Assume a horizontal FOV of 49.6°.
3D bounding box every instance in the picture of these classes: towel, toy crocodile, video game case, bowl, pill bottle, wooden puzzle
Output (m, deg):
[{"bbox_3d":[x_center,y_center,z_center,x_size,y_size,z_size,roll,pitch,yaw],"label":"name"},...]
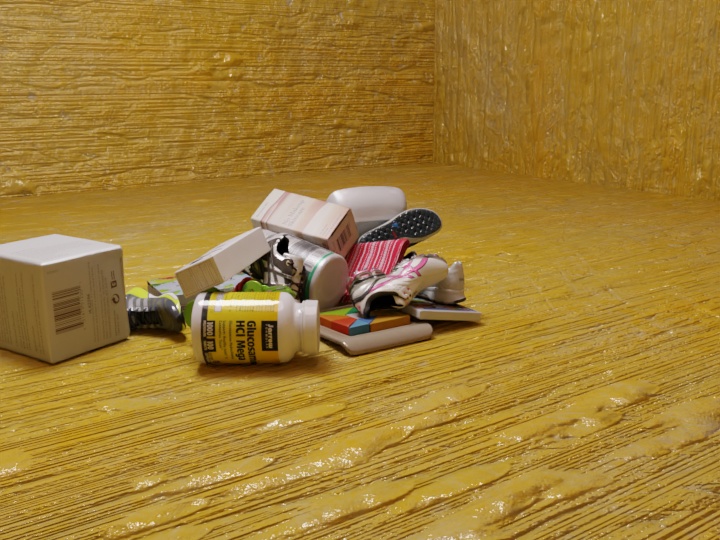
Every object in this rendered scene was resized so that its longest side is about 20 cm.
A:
[{"bbox_3d":[0.000,0.000,1.549,0.197,0.023,0.146,-4,51,44],"label":"towel"},{"bbox_3d":[-0.207,0.057,1.328,0.195,0.063,0.068,-8,-12,7],"label":"toy crocodile"},{"bbox_3d":[0.118,0.065,1.493,0.140,0.018,0.199,4,8,-29],"label":"video game case"},{"bbox_3d":[0.009,-0.083,1.713,0.196,0.203,0.075,-6,42,-25],"label":"bowl"},{"bbox_3d":[-0.129,-0.006,1.522,0.197,0.116,0.112,23,24,33],"label":"pill bottle"},{"bbox_3d":[0.005,0.093,1.400,0.182,0.038,0.199,-8,16,-30],"label":"wooden puzzle"},{"bbox_3d":[-0.164,0.091,1.248,0.195,0.115,0.113,-1,13,1],"label":"pill bottle"}]

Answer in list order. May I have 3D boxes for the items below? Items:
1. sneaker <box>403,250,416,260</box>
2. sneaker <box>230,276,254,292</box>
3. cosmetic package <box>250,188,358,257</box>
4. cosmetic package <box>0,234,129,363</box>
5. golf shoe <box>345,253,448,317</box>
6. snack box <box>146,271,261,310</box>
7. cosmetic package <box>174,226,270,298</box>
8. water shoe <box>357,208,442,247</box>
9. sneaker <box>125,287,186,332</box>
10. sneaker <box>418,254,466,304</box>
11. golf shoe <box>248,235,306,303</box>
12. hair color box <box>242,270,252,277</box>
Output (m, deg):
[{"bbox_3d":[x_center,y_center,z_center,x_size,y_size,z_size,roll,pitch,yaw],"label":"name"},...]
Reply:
[{"bbox_3d":[0.062,0.007,1.649,0.073,0.084,0.199,7,16,29],"label":"sneaker"},{"bbox_3d":[-0.198,0.053,1.455,0.076,0.093,0.200,0,12,7],"label":"sneaker"},{"bbox_3d":[-0.115,-0.089,1.611,0.197,0.088,0.104,14,54,28],"label":"cosmetic package"},{"bbox_3d":[-0.531,0.041,1.346,0.197,0.171,0.165,9,17,33],"label":"cosmetic package"},{"bbox_3d":[0.076,0.033,1.411,0.196,0.073,0.093,-16,51,-14],"label":"golf shoe"},{"bbox_3d":[-0.314,0.045,1.569,0.196,0.054,0.141,-8,17,-30],"label":"snack box"},{"bbox_3d":[-0.232,-0.018,1.333,0.081,0.052,0.200,-19,10,20],"label":"cosmetic package"},{"bbox_3d":[0.079,-0.075,1.669,0.196,0.073,0.079,-19,-15,-13],"label":"water shoe"},{"bbox_3d":[-0.389,0.083,1.412,0.197,0.076,0.080,4,22,42],"label":"sneaker"},{"bbox_3d":[0.118,0.007,1.515,0.196,0.089,0.074,10,9,27],"label":"sneaker"},{"bbox_3d":[-0.135,0.021,1.406,0.094,0.202,0.077,-37,-29,13],"label":"golf shoe"},{"bbox_3d":[-0.160,-0.011,1.664,0.197,0.062,0.100,21,30,26],"label":"hair color box"}]
